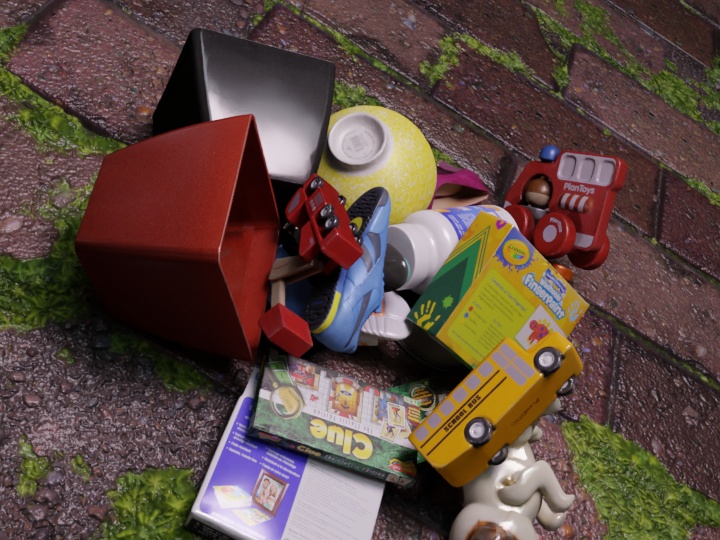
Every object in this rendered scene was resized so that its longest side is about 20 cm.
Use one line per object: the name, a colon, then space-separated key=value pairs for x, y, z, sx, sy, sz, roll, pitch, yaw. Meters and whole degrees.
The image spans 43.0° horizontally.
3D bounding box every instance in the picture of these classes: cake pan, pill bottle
cake pan: x=0.116 y=0.047 z=1.279 sx=0.197 sy=0.037 sz=0.203 roll=17 pitch=48 yaw=-20
pill bottle: x=0.114 y=-0.027 z=1.222 sx=0.198 sy=0.112 sz=0.113 roll=-7 pitch=58 yaw=-42

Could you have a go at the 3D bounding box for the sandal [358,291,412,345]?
sandal: x=-0.034 y=0.056 z=1.169 sx=0.203 sy=0.060 sz=0.080 roll=11 pitch=47 yaw=5

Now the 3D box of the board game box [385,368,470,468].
board game box: x=0.086 y=0.189 z=1.154 sx=0.198 sy=0.024 sz=0.106 roll=-7 pitch=62 yaw=-37

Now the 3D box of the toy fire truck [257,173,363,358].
toy fire truck: x=-0.064 y=-0.011 z=1.058 sx=0.049 sy=0.141 sz=0.201 roll=36 pitch=18 yaw=-33

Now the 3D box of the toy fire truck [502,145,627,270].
toy fire truck: x=0.303 y=-0.102 z=1.393 sx=0.111 sy=0.171 sz=0.199 roll=15 pitch=3 yaw=-39

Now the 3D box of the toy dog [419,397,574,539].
toy dog: x=0.152 y=0.254 z=1.050 sx=0.190 sy=0.140 sz=0.203 roll=8 pitch=59 yaw=-9

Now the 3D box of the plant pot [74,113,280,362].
plant pot: x=-0.202 y=-0.037 z=1.023 sx=0.173 sy=0.201 sz=0.202 roll=2 pitch=54 yaw=8

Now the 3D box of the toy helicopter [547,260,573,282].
toy helicopter: x=0.215 y=-0.001 z=1.335 sx=0.198 sy=0.080 sz=0.132 roll=25 pitch=1 yaw=13

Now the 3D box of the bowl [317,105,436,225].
bowl: x=0.003 y=-0.150 z=1.234 sx=0.196 sy=0.108 sz=0.203 roll=-3 pitch=65 yaw=6

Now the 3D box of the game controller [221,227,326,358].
game controller: x=-0.095 y=0.021 z=1.124 sx=0.103 sy=0.042 sz=0.201 roll=-27 pitch=60 yaw=-21

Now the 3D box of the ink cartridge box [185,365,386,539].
ink cartridge box: x=-0.069 y=0.232 z=1.007 sx=0.196 sy=0.044 sz=0.202 roll=29 pitch=46 yaw=-8

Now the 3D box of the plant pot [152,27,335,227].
plant pot: x=-0.152 y=-0.160 z=1.182 sx=0.197 sy=0.200 sz=0.180 roll=9 pitch=59 yaw=-25

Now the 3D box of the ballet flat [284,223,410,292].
ballet flat: x=-0.028 y=-0.020 z=1.157 sx=0.068 sy=0.069 sz=0.199 roll=5 pitch=14 yaw=-46

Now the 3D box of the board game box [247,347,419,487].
board game box: x=-0.025 y=0.166 z=1.032 sx=0.197 sy=0.024 sz=0.106 roll=21 pitch=50 yaw=-16

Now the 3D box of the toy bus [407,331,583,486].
toy bus: x=0.151 y=0.146 z=1.009 sx=0.078 sy=0.200 sz=0.065 roll=42 pitch=-5 yaw=43

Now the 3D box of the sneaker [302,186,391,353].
sneaker: x=0.000 y=0.000 z=1.082 sx=0.078 sy=0.066 sz=0.203 roll=32 pitch=69 yaw=-30

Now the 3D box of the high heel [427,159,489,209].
high heel: x=0.133 y=-0.107 z=1.391 sx=0.095 sy=0.068 sz=0.200 roll=29 pitch=40 yaw=8

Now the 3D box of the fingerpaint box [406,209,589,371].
fingerpaint box: x=0.179 y=0.051 z=1.174 sx=0.199 sy=0.168 sz=0.073 roll=38 pitch=-4 yaw=-37
